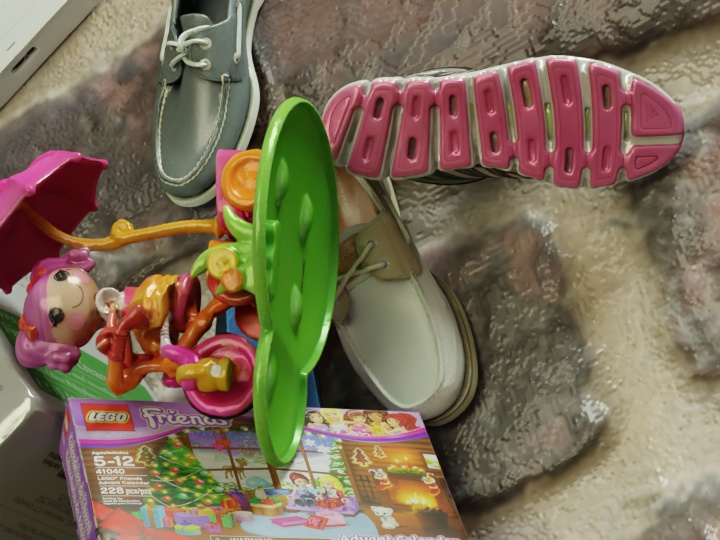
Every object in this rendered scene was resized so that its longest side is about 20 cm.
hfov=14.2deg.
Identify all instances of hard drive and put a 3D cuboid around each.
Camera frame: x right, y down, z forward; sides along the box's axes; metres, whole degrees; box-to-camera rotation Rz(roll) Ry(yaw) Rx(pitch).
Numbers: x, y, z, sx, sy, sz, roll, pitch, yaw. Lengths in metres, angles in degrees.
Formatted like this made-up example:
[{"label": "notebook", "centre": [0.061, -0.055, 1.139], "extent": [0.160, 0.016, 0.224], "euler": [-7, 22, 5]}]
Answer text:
[{"label": "hard drive", "centre": [-0.265, -0.198, 1.903], "extent": [0.132, 0.026, 0.200], "euler": [-46, 56, 10]}]

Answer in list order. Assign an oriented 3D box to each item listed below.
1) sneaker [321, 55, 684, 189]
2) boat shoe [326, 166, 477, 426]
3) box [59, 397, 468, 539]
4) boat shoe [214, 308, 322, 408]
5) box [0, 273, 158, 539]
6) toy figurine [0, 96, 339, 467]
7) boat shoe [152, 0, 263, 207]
[{"label": "sneaker", "centre": [0.082, -0.083, 1.618], "extent": [0.200, 0.087, 0.074], "euler": [-2, 96, 10]}, {"label": "boat shoe", "centre": [0.000, 0.000, 1.641], "extent": [0.075, 0.068, 0.200], "euler": [-37, 58, 16]}, {"label": "box", "centre": [-0.051, 0.124, 1.521], "extent": [0.137, 0.200, 0.039], "euler": [-112, 30, -55]}, {"label": "boat shoe", "centre": [-0.050, 0.087, 1.644], "extent": [0.084, 0.069, 0.200], "euler": [9, 62, 0]}, {"label": "box", "centre": [-0.234, 0.111, 1.668], "extent": [0.200, 0.199, 0.171], "euler": [-44, 56, 9]}, {"label": "toy figurine", "centre": [-0.120, 0.006, 1.552], "extent": [0.184, 0.150, 0.200], "euler": [0, 71, 14]}, {"label": "boat shoe", "centre": [-0.100, -0.140, 1.757], "extent": [0.073, 0.062, 0.200], "euler": [2, 74, 32]}]
